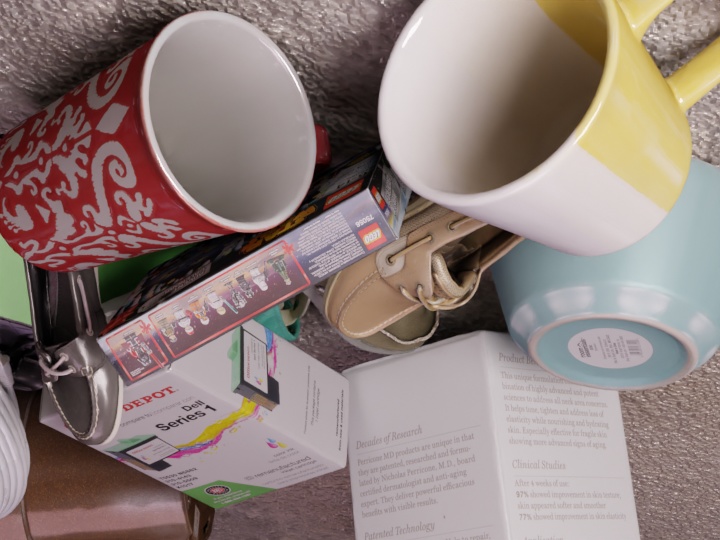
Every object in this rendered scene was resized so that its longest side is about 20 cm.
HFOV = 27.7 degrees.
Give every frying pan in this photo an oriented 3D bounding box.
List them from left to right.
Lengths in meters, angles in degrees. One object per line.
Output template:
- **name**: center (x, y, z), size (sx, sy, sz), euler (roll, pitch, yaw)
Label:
- **frying pan**: center (-0.297, 0.084, 1.269), size (0.189, 0.031, 0.115), euler (1, 163, 42)

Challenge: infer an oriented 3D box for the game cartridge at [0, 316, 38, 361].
- **game cartridge**: center (-0.322, 0.043, 1.246), size (0.129, 0.039, 0.200), euler (15, 165, 0)

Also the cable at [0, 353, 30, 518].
- **cable**: center (-0.361, 0.131, 1.212), size (0.199, 0.069, 0.201), euler (5, 120, 34)

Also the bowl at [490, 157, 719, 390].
- **bowl**: center (0.176, 0.012, 1.003), size (0.199, 0.106, 0.201), euler (7, 151, 4)

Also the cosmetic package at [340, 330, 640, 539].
- **cosmetic package**: center (0.104, 0.167, 1.165), size (0.167, 0.202, 0.166), euler (9, 159, -43)

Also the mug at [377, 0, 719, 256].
- **mug**: center (0.127, -0.081, 0.816), size (0.186, 0.151, 0.153), euler (-5, 157, 37)

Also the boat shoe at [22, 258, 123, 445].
- **boat shoe**: center (-0.213, 0.025, 1.027), size (0.067, 0.202, 0.057), euler (-11, 174, 38)

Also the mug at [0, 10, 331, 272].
- **mug**: center (-0.128, -0.059, 0.942), size (0.199, 0.134, 0.177), euler (-16, 141, 43)

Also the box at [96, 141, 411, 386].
- **box**: center (-0.063, -0.009, 0.936), size (0.199, 0.137, 0.040), euler (-28, 104, 14)

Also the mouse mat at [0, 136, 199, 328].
- **mouse mat**: center (-0.222, -0.014, 1.102), size (0.199, 0.008, 0.162), euler (18, 123, -14)

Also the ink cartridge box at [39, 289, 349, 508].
- **ink cartridge box**: center (-0.126, 0.099, 1.126), size (0.144, 0.084, 0.200), euler (-22, 140, 32)

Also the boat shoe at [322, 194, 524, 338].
- **boat shoe**: center (0.046, -0.007, 0.978), size (0.071, 0.065, 0.200), euler (14, 135, -38)

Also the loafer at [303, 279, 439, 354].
- **loafer**: center (0.000, 0.000, 1.064), size (0.069, 0.076, 0.200), euler (-10, 146, 39)

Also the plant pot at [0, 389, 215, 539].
- **plant pot**: center (-0.244, 0.187, 1.376), size (0.197, 0.202, 0.201), euler (-4, 150, 6)

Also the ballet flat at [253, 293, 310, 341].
- **ballet flat**: center (-0.071, 0.000, 1.112), size (0.070, 0.068, 0.200), euler (-14, 152, -8)

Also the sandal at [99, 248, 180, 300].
- **sandal**: center (-0.228, 0.002, 1.154), size (0.198, 0.054, 0.080), euler (0, 151, 7)
